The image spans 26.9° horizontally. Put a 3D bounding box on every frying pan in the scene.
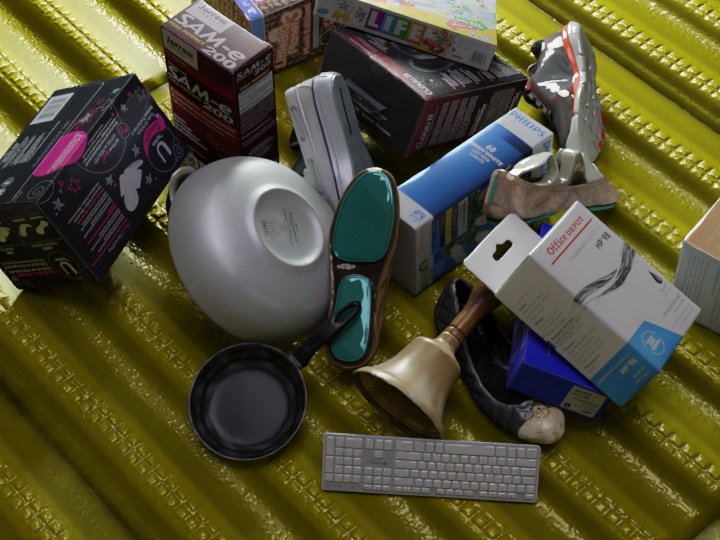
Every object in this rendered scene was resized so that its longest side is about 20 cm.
[{"bbox_3d":[-0.089,0.094,1.439,0.115,0.031,0.190,24,74,15],"label":"frying pan"}]

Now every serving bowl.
[{"bbox_3d":[-0.089,-0.029,1.482,0.200,0.066,0.200,20,55,-31],"label":"serving bowl"}]

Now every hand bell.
[{"bbox_3d":[0.093,0.056,1.430,0.104,0.104,0.200,31,70,23],"label":"hand bell"}]

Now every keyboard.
[{"bbox_3d":[0.064,0.182,1.387,0.200,0.056,0.011,3,21,2],"label":"keyboard"}]

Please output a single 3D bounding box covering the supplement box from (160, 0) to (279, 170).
[{"bbox_3d":[-0.145,-0.174,1.582,0.109,0.200,0.061,35,59,26],"label":"supplement box"}]

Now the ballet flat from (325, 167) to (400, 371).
[{"bbox_3d":[0.000,0.000,1.480,0.069,0.063,0.200,9,84,11],"label":"ballet flat"}]

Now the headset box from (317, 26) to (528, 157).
[{"bbox_3d":[0.061,-0.205,1.644,0.149,0.077,0.200,40,38,27],"label":"headset box"}]

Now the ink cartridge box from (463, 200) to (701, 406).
[{"bbox_3d":[0.208,0.016,1.412,0.200,0.067,0.116,42,43,4],"label":"ink cartridge box"}]

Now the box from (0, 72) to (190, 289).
[{"bbox_3d":[-0.292,-0.089,1.545,0.132,0.115,0.200,-6,41,37],"label":"box"}]

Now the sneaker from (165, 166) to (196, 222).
[{"bbox_3d":[-0.141,-0.027,1.533,0.067,0.090,0.200,-28,56,-22],"label":"sneaker"}]

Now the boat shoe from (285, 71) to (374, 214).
[{"bbox_3d":[-0.027,-0.105,1.576,0.067,0.074,0.200,-13,90,25],"label":"boat shoe"}]

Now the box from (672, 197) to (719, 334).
[{"bbox_3d":[0.436,0.003,1.499,0.200,0.106,0.152,29,56,22],"label":"box"}]

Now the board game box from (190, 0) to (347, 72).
[{"bbox_3d":[-0.081,-0.339,1.785,0.200,0.097,0.160,-25,55,-19],"label":"board game box"}]

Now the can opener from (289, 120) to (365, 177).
[{"bbox_3d":[-0.047,-0.114,1.636,0.063,0.079,0.200,35,52,-22],"label":"can opener"}]

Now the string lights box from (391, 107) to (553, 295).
[{"bbox_3d":[0.109,-0.073,1.563,0.200,0.103,0.059,-35,56,-25],"label":"string lights box"}]

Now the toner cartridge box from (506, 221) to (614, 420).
[{"bbox_3d":[0.203,0.046,1.472,0.095,0.043,0.200,23,44,-7],"label":"toner cartridge box"}]

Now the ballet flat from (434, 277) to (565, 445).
[{"bbox_3d":[0.130,0.090,1.457,0.066,0.057,0.200,-22,54,-22],"label":"ballet flat"}]

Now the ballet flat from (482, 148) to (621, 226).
[{"bbox_3d":[0.204,-0.090,1.551,0.068,0.067,0.200,13,18,42],"label":"ballet flat"}]

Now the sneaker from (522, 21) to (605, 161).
[{"bbox_3d":[0.225,-0.191,1.697,0.082,0.077,0.200,-16,46,22],"label":"sneaker"}]

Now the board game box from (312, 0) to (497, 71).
[{"bbox_3d":[0.052,-0.294,1.664,0.200,0.034,0.135,17,33,-8],"label":"board game box"}]
